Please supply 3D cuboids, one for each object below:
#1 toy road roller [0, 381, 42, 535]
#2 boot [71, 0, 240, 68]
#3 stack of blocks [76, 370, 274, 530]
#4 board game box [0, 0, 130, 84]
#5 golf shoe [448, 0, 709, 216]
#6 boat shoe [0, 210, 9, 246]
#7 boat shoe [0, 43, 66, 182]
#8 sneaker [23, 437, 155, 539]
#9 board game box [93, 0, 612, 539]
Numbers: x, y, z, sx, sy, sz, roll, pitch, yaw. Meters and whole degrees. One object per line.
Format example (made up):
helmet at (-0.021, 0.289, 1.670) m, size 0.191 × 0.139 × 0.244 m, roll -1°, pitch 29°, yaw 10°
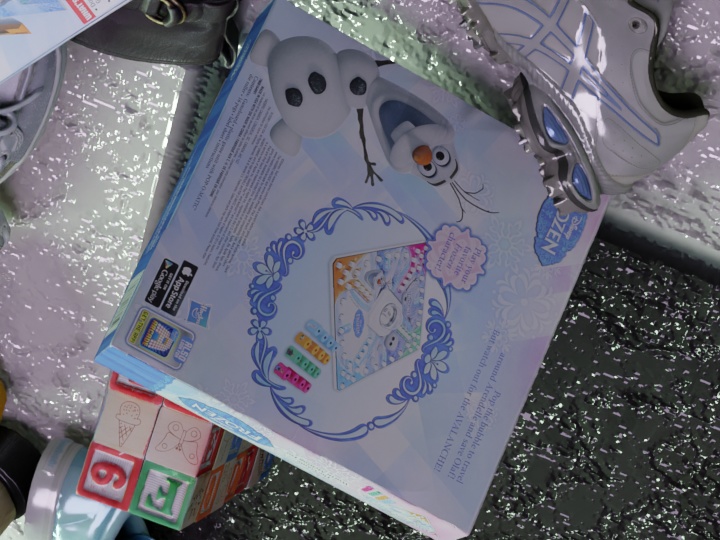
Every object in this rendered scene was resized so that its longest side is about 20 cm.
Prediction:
toy road roller at (-0.295, 0.105, 1.655) m, size 0.146 × 0.123 × 0.200 m, roll 7°, pitch 134°, yaw 33°
boot at (-0.130, -0.167, 1.343) m, size 0.200 × 0.069 × 0.174 m, roll 20°, pitch 146°, yaw -14°
stack of blocks at (-0.080, 0.060, 1.463) m, size 0.058 × 0.200 × 0.115 m, roll 19°, pitch 97°, yaw 9°
board game box at (-0.222, -0.165, 1.254) m, size 0.199 × 0.041 × 0.200 m, roll -29°, pitch 105°, yaw 26°
golf shoe at (0.096, -0.127, 1.318) m, size 0.097 × 0.078 × 0.200 m, roll -26°, pitch 118°, yaw 10°
boat shoe at (-0.256, -0.079, 1.504) m, size 0.074 × 0.065 × 0.202 m, roll -1°, pitch 126°, yaw 43°
boat shoe at (-0.221, -0.054, 1.390) m, size 0.074 × 0.065 × 0.202 m, roll 43°, pitch 109°, yaw -4°
sneaker at (-0.162, 0.193, 1.705) m, size 0.082 × 0.074 × 0.200 m, roll 17°, pitch 136°, yaw 13°
board game box at (0.000, 0.000, 1.356) m, size 0.199 × 0.200 × 0.043 m, roll 29°, pitch 160°, yaw -11°
